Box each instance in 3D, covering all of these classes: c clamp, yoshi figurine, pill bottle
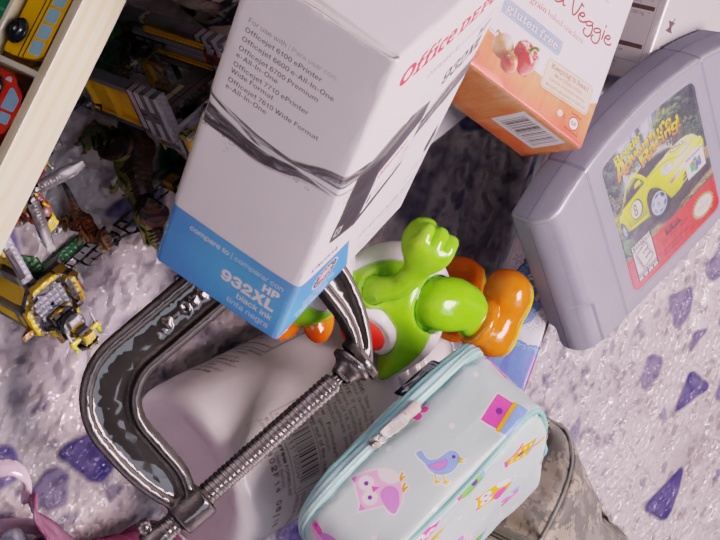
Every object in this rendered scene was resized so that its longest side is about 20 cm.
[{"bbox_3d":[-0.066,0.078,0.859,0.200,0.027,0.171,-46,105,-6],"label":"c clamp"},{"bbox_3d":[0.006,-0.014,0.925,0.199,0.112,0.112,15,132,-29],"label":"yoshi figurine"},{"bbox_3d":[-0.036,0.091,0.975,0.200,0.114,0.115,-25,124,-38],"label":"pill bottle"}]

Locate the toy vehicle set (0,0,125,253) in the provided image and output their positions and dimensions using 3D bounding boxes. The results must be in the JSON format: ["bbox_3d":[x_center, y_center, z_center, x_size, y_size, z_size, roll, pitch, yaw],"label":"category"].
[{"bbox_3d":[-0.198,-0.077,0.718,0.026,0.124,0.201,31,83,-59],"label":"toy vehicle set"}]

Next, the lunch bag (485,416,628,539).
[{"bbox_3d":[0.132,0.225,1.194,0.168,0.139,0.200,-50,137,-18],"label":"lunch bag"}]

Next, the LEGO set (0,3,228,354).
[{"bbox_3d":[-0.124,-0.046,0.816,0.200,0.116,0.154,-37,131,-30],"label":"LEGO set"}]

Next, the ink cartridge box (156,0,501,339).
[{"bbox_3d":[-0.011,-0.086,0.760,0.145,0.084,0.200,-46,168,-44],"label":"ink cartridge box"}]

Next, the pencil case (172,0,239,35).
[{"bbox_3d":[-0.075,-0.168,0.835,0.078,0.089,0.200,-56,139,-1],"label":"pencil case"}]

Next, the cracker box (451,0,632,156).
[{"bbox_3d":[0.103,-0.189,0.912,0.134,0.058,0.201,31,70,-31],"label":"cracker box"}]

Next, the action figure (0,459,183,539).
[{"bbox_3d":[-0.166,0.189,0.921,0.200,0.134,0.149,-8,70,-58],"label":"action figure"}]

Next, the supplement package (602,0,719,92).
[{"bbox_3d":[0.208,-0.181,1.080,0.200,0.155,0.111,10,99,-48],"label":"supplement package"}]

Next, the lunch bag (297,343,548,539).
[{"bbox_3d":[0.035,0.137,0.920,0.160,0.077,0.200,-40,160,-13],"label":"lunch bag"}]

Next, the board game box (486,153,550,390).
[{"bbox_3d":[0.127,-0.024,1.067,0.200,0.043,0.200,-42,149,-83],"label":"board game box"}]

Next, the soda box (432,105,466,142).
[{"bbox_3d":[0.010,-0.175,0.938,0.064,0.068,0.201,-39,132,-31],"label":"soda box"}]

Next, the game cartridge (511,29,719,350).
[{"bbox_3d":[0.181,-0.058,0.967,0.200,0.041,0.133,-43,128,-22],"label":"game cartridge"}]
